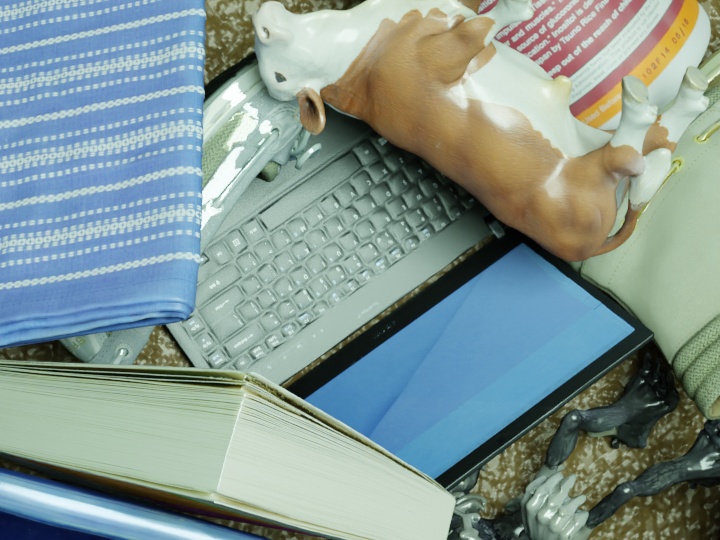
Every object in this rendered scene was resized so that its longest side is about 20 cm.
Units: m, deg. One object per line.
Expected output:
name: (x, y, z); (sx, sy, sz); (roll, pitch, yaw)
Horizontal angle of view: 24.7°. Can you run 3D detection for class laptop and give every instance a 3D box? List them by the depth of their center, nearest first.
laptop: (0.000, 0.000, 0.776); (0.177, 0.103, 0.200); (-35, 93, -11)

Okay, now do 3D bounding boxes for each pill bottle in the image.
pill bottle: (0.064, -0.152, 0.777); (0.200, 0.113, 0.113); (46, 80, -17)

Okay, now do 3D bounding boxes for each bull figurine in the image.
bull figurine: (0.052, -0.080, 0.716); (0.200, 0.121, 0.065); (32, 43, -18)

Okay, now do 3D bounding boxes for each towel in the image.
towel: (-0.139, -0.056, 0.727); (0.144, 0.024, 0.200); (-9, 60, 11)

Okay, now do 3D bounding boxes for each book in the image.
book: (-0.077, 0.080, 0.687); (0.134, 0.200, 0.048); (31, 68, -44)

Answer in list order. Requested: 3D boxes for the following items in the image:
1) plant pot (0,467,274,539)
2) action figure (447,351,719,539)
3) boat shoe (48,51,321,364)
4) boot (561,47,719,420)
plant pot: (-0.126, 0.189, 0.702); (0.200, 0.180, 0.201); (18, 84, -9)
action figure: (0.076, 0.105, 0.781); (0.200, 0.102, 0.119); (-26, 47, -16)
boat shoe: (-0.070, -0.039, 0.762); (0.065, 0.074, 0.202); (46, 71, -15)
boot: (0.203, -0.032, 0.796); (0.200, 0.072, 0.155); (-34, 55, -6)
